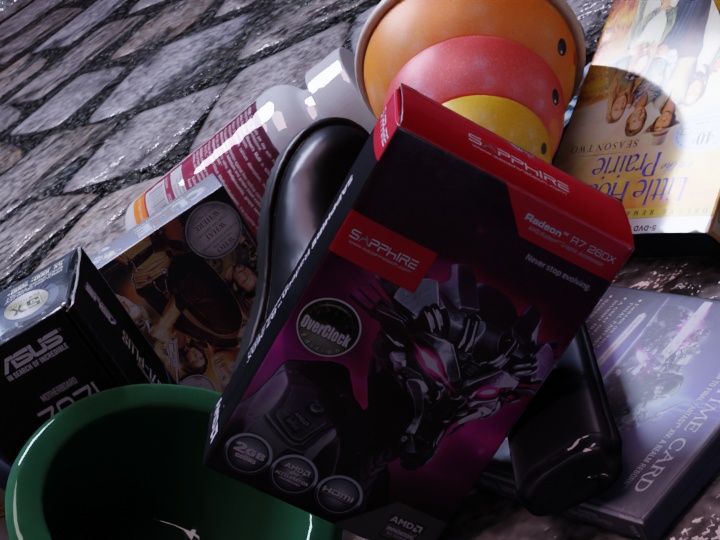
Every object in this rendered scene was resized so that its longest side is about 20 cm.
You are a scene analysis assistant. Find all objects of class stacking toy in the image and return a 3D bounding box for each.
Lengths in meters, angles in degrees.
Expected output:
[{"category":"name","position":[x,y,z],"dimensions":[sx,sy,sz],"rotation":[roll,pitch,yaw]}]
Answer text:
[{"category":"stacking toy","position":[0.069,-0.070,0.882],"dimensions":[0.145,0.146,0.201],"rotation":[-22,42,21]}]

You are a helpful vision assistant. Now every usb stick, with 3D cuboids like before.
[{"category":"usb stick","position":[0.093,0.051,0.753],"dimensions":[0.055,0.033,0.201],"rotation":[-36,22,16]}]

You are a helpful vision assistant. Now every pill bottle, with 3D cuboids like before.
[{"category":"pill bottle","position":[-0.063,-0.061,1.070],"dimensions":[0.199,0.110,0.110],"rotation":[-37,22,15]}]

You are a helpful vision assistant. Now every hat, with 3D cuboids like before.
[{"category":"hat","position":[-0.122,0.179,0.824],"dimensions":[0.198,0.177,0.167],"rotation":[13,42,-3]}]

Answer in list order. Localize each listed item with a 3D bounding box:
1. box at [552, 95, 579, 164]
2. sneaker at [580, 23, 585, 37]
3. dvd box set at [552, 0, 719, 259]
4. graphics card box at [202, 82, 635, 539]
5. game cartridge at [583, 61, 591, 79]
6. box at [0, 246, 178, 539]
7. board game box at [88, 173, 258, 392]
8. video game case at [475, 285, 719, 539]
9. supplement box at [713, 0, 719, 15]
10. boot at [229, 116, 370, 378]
[{"category":"box","position":[0.062,-0.039,0.999],"dimensions":[0.136,0.040,0.200],"rotation":[-5,36,49]},{"category":"sneaker","position":[0.104,-0.148,1.091],"dimensions":[0.199,0.071,0.080],"rotation":[-17,35,-40]},{"category":"dvd box set","position":[0.185,-0.101,0.884],"dimensions":[0.146,0.029,0.202],"rotation":[0,62,54]},{"category":"graphics card box","position":[0.023,0.030,0.702],"dimensions":[0.201,0.125,0.051],"rotation":[-58,15,24]},{"category":"game cartridge","position":[0.237,-0.153,0.983],"dimensions":[0.133,0.042,0.200],"rotation":[-43,18,-17]},{"category":"box","position":[-0.204,0.112,0.880],"dimensions":[0.199,0.165,0.086],"rotation":[-29,23,6]},{"category":"board game box","position":[-0.138,0.051,0.952],"dimensions":[0.199,0.136,0.035],"rotation":[-35,24,-4]},{"category":"video game case","position":[0.118,0.062,0.762],"dimensions":[0.143,0.019,0.199],"rotation":[-43,27,-23]},{"category":"supplement box","position":[0.271,-0.084,0.628],"dimensions":[0.196,0.201,0.133],"rotation":[-25,24,15]},{"category":"boot","position":[0.002,0.001,0.854],"dimensions":[0.157,0.079,0.213],"rotation":[-17,61,60]}]
